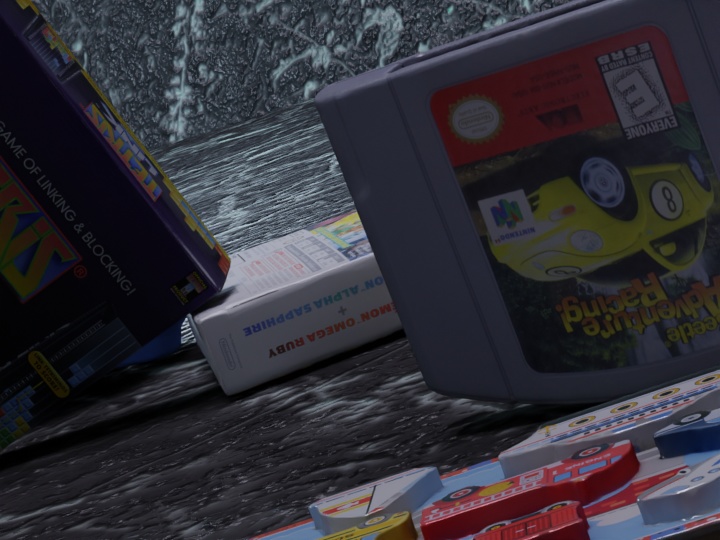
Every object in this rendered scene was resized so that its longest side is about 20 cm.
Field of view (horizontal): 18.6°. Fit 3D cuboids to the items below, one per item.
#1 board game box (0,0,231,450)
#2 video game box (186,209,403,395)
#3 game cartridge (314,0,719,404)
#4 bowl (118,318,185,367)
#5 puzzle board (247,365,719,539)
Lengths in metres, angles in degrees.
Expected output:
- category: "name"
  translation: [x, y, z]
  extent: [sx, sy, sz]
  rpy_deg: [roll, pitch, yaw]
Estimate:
- category: "board game box"
  translation: [-0.186, -0.027, 1.053]
  extent: [0.165, 0.200, 0.057]
  rpy_deg: [-36, 11, 14]
- category: "video game box"
  translation: [0.000, 0.000, 1.125]
  extent: [0.181, 0.047, 0.200]
  rpy_deg: [-23, 8, -5]
- category: "game cartridge"
  translation: [0.086, -0.025, 0.739]
  extent: [0.199, 0.134, 0.041]
  rpy_deg: [-15, 15, 37]
- category: "bowl"
  translation: [-0.195, 0.027, 1.241]
  extent: [0.199, 0.040, 0.201]
  rpy_deg: [0, 6, 0]
- category: "puzzle board"
  translation: [0.050, 0.067, 0.634]
  extent: [0.199, 0.018, 0.151]
  rpy_deg: [-18, 8, 7]
